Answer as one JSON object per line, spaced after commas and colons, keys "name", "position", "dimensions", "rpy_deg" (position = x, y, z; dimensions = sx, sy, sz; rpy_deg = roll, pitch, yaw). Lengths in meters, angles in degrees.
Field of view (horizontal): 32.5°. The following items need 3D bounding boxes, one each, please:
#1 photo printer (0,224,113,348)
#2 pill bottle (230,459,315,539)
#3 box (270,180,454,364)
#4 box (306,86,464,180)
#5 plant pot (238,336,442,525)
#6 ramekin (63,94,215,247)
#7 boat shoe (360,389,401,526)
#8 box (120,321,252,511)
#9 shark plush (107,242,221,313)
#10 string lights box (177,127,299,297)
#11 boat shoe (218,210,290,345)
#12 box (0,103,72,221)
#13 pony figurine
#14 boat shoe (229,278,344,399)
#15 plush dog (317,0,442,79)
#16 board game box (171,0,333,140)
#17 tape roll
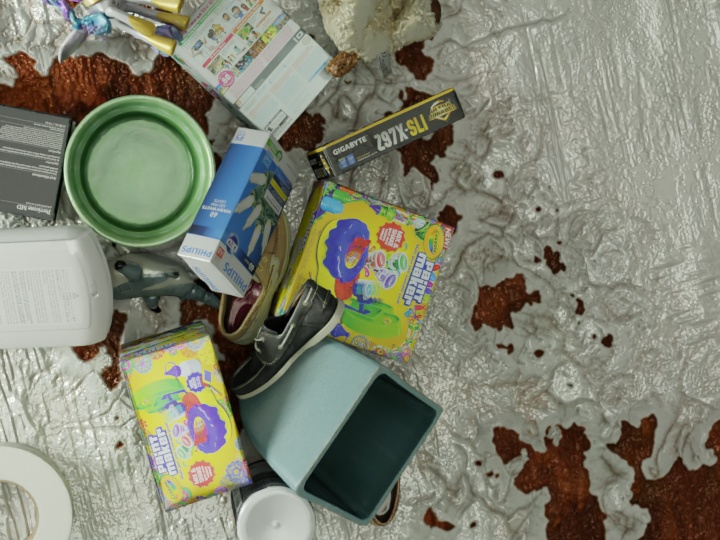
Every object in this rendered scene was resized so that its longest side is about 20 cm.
{"name": "photo printer", "position": [-0.428, 0.022, 1.637], "dimensions": [0.198, 0.070, 0.168], "rpy_deg": [-3, 112, 5]}
{"name": "pill bottle", "position": [-0.122, 0.319, 1.683], "dimensions": [0.105, 0.200, 0.107], "rpy_deg": [-1, 95, -8]}
{"name": "box", "position": [0.000, 0.000, 1.731], "dimensions": [0.191, 0.122, 0.202], "rpy_deg": [19, 90, -12]}
{"name": "box", "position": [0.032, -0.186, 1.707], "dimensions": [0.199, 0.160, 0.050], "rpy_deg": [-25, 98, -8]}
{"name": "plant pot", "position": [-0.048, 0.192, 1.682], "dimensions": [0.196, 0.199, 0.196], "rpy_deg": [-55, 143, -3]}
{"name": "ramekin", "position": [-0.299, -0.133, 1.677], "dimensions": [0.198, 0.098, 0.202], "rpy_deg": [-1, 93, -11]}
{"name": "boat shoe", "position": [0.029, 0.270, 1.775], "dimensions": [0.075, 0.072, 0.202], "rpy_deg": [-6, 94, -11]}
{"name": "box", "position": [-0.237, 0.188, 1.651], "dimensions": [0.121, 0.193, 0.202], "rpy_deg": [-16, 97, -9]}
{"name": "shark plush", "position": [-0.284, 0.020, 1.725], "dimensions": [0.199, 0.091, 0.084], "rpy_deg": [11, 111, -32]}
{"name": "string lights box", "position": [-0.161, -0.078, 1.662], "dimensions": [0.059, 0.103, 0.201], "rpy_deg": [11, 67, 28]}
{"name": "boat shoe", "position": [-0.149, 0.005, 1.717], "dimensions": [0.073, 0.066, 0.202], "rpy_deg": [11, 87, 17]}
{"name": "box", "position": [-0.495, -0.151, 1.648], "dimensions": [0.198, 0.079, 0.142], "rpy_deg": [11, 88, -12]}
{"name": "pony figurine", "position": [-0.326, -0.344, 1.605], "dimensions": [0.198, 0.193, 0.168], "rpy_deg": [19, 87, -2]}
{"name": "boat shoe", "position": [-0.110, 0.090, 1.627], "dimensions": [0.067, 0.072, 0.200], "rpy_deg": [36, 113, -25]}
{"name": "plush dog", "position": [-0.009, -0.373, 1.698], "dimensions": [0.199, 0.173, 0.160], "rpy_deg": [16, 130, -41]}
{"name": "board game box", "position": [-0.149, -0.294, 1.715], "dimensions": [0.200, 0.064, 0.148], "rpy_deg": [43, 84, -12]}
{"name": "tape roll", "position": [-0.494, 0.338, 1.696], "dimensions": [0.201, 0.037, 0.205], "rpy_deg": [-1, 94, -11]}
